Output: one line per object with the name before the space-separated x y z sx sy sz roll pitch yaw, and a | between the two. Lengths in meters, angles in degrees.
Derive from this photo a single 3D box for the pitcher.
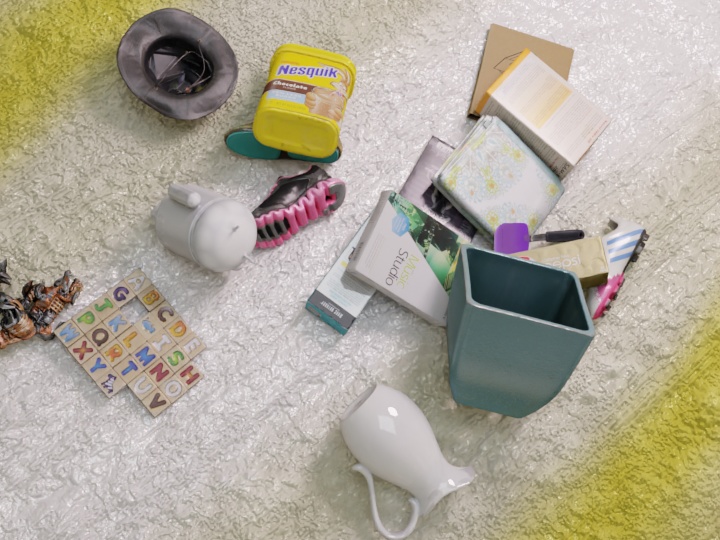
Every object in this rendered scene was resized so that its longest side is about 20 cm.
pitcher | 0.047 0.288 1.540 0.172 0.121 0.200 -44 95 -13

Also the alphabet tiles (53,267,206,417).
alphabet tiles | -0.342 0.119 1.571 0.167 0.008 0.200 -40 86 -25

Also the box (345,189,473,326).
box | 0.087 -0.017 1.638 0.200 0.036 0.145 32 76 -28

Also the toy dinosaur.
toy dinosaur | -0.517 0.059 1.533 0.136 0.102 0.200 53 48 -8

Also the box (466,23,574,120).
box | 0.290 -0.339 1.851 0.163 0.021 0.201 18 69 -4

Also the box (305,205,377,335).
box | 0.000 0.000 1.655 0.082 0.049 0.200 35 73 2

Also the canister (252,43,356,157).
canister | -0.091 -0.280 1.683 0.148 0.087 0.201 13 41 -3

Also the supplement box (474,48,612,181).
supplement box | 0.318 -0.270 1.780 0.200 0.074 0.126 42 69 5

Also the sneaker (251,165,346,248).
sneaker | -0.125 -0.111 1.680 0.199 0.079 0.095 -29 56 -19

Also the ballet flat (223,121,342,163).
ballet flat | -0.129 -0.221 1.718 0.199 0.071 0.071 6 70 -7

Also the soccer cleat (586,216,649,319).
soccer cleat | 0.414 -0.007 1.737 0.086 0.070 0.200 28 64 15

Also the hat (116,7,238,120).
hat | -0.307 -0.334 1.714 0.199 0.081 0.202 3 78 -13

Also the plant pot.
plant pot | 0.221 0.108 1.573 0.195 0.201 0.197 15 27 -5

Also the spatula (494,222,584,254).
spatula | 0.305 -0.056 1.723 0.199 0.021 0.057 -6 96 -35

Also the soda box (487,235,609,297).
soda box | 0.302 0.003 1.674 0.199 0.064 0.068 -12 69 8

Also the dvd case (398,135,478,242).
dvd case | 0.142 -0.116 1.748 0.148 0.016 0.201 30 68 0

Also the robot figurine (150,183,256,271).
robot figurine | -0.239 -0.065 1.583 0.199 0.170 0.113 21 65 41

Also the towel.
towel | 0.236 -0.145 1.742 0.200 0.048 0.171 43 70 -7
